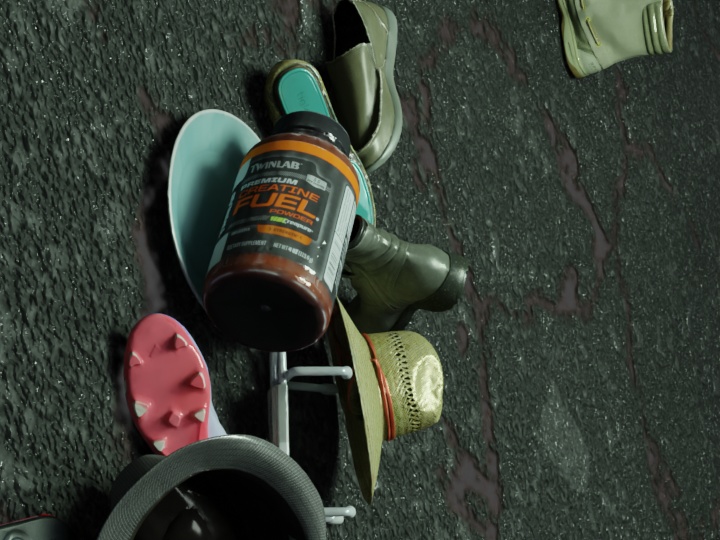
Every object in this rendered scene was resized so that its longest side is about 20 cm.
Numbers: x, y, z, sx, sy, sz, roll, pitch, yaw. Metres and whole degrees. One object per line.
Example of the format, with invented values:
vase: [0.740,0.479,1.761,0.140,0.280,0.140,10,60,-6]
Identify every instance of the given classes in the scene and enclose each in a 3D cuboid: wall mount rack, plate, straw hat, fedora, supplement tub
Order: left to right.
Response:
fedora: [-0.119,0.193,1.198,0.177,0.090,0.200,-49,125,-9]
plate: [-0.113,-0.036,1.419,0.200,0.025,0.201,36,48,-52]
supplement tub: [-0.060,-0.039,1.380,0.107,0.106,0.201,54,34,-38]
wall mount rack: [-0.042,0.151,1.423,0.174,0.074,0.201,130,-41,-78]
straw hat: [0.028,0.098,1.469,0.201,0.085,0.202,170,-90,-83]

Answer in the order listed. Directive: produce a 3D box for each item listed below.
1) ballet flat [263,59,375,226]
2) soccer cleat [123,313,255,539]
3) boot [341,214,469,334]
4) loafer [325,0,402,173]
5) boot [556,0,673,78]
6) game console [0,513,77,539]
ballet flat: [-0.039,-0.102,1.557,0.071,0.070,0.201,-50,124,-58]
soccer cleat: [-0.130,0.127,1.290,0.076,0.066,0.201,-137,-156,-82]
boot: [0.000,0.000,1.513,0.130,0.200,0.068,24,66,-19]
loafer: [-0.007,-0.184,1.652,0.070,0.075,0.201,29,48,-41]
boot: [0.352,-0.379,2.330,0.072,0.154,0.201,16,65,-60]
game console: [-0.226,0.263,1.062,0.177,0.031,0.201,-2,81,-63]
